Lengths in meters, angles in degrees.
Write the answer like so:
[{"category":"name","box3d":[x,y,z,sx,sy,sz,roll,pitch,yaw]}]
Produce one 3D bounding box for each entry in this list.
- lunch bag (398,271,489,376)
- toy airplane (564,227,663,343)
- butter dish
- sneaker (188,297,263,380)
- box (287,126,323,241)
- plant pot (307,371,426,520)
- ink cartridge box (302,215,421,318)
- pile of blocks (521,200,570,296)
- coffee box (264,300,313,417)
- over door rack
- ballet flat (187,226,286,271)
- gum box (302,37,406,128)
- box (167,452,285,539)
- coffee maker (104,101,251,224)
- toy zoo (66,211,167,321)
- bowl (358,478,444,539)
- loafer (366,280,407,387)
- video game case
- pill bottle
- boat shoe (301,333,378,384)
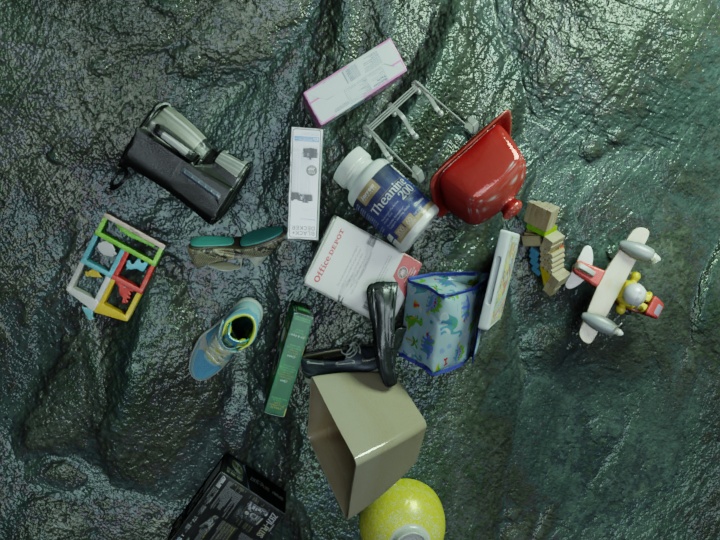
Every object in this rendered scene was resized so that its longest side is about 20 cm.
[{"category":"lunch bag","box3d":[0.186,0.097,1.132,0.197,0.126,0.174,-9,114,-42]},{"category":"toy airplane","box3d":[0.531,0.032,1.171,0.195,0.141,0.204,-17,100,-4]},{"category":"butter dish","box3d":[0.244,-0.159,1.064,0.199,0.200,0.148,-40,69,0]},{"category":"sneaker","box3d":[-0.269,0.144,1.092,0.079,0.131,0.201,38,93,-12]},{"category":"box","box3d":[-0.107,-0.163,1.076,0.059,0.117,0.205,2,99,-7]},{"category":"plant pot","box3d":[0.016,0.317,1.103,0.174,0.201,0.203,-14,134,-23]},{"category":"ink cartridge box","box3d":[0.000,0.000,1.129,0.197,0.083,0.149,28,93,-11]},{"category":"pile of blocks","box3d":[0.393,-0.053,1.187,0.061,0.081,0.204,-21,107,-34]},{"category":"coffee box","box3d":[-0.144,0.170,1.118,0.043,0.123,0.204,16,95,-12]},{"category":"over door rack","box3d":[0.111,-0.259,1.070,0.147,0.200,0.067,-41,142,0]},{"category":"ballet flat","box3d":[-0.238,-0.038,1.111,0.195,0.068,0.077,-8,121,0]},{"category":"gum box","box3d":[-0.011,-0.348,1.062,0.198,0.114,0.067,-32,101,-1]},{"category":"box","box3d":[-0.274,0.515,1.166,0.163,0.086,0.201,36,93,-10]},{"category":"coffee maker","box3d":[-0.330,-0.176,1.054,0.199,0.135,0.193,36,116,-9]},{"category":"toy zoo","box3d":[-0.481,0.007,1.102,0.129,0.020,0.203,28,94,-10]},{"category":"bowl","box3d":[0.099,0.568,1.211,0.195,0.108,0.205,-1,98,-8]},{"category":"loafer","box3d":[0.056,0.121,1.076,0.069,0.068,0.205,-7,96,1]},{"category":"video game case","box3d":[0.277,0.015,1.116,0.022,0.199,0.186,14,97,19]},{"category":"pill bottle","box3d":[0.046,-0.141,1.089,0.200,0.111,0.111,42,92,6]},{"category":"boat shoe","box3d":[-0.026,0.177,1.159,0.195,0.075,0.063,-12,111,4]}]
